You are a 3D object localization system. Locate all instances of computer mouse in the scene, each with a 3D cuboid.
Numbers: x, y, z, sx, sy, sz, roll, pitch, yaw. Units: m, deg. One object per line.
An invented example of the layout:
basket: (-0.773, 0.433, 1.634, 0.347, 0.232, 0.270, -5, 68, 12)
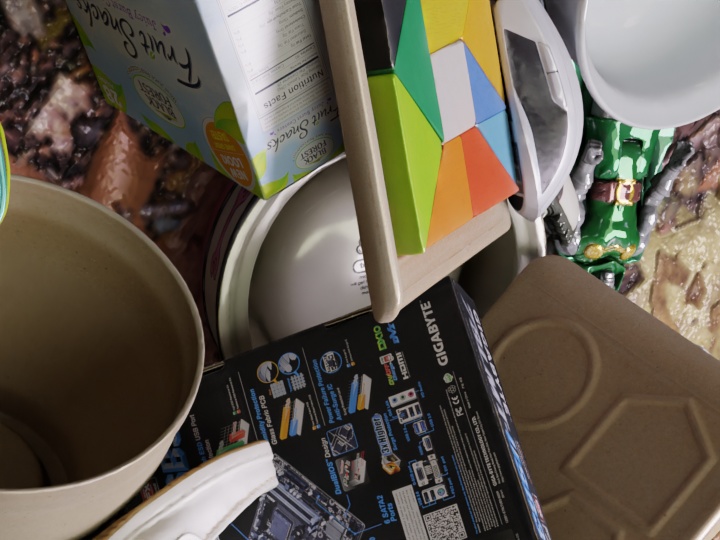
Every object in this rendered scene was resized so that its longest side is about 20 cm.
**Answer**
computer mouse: (0.085, -0.126, 1.155, 0.044, 0.110, 0.200, -12, 99, -8)

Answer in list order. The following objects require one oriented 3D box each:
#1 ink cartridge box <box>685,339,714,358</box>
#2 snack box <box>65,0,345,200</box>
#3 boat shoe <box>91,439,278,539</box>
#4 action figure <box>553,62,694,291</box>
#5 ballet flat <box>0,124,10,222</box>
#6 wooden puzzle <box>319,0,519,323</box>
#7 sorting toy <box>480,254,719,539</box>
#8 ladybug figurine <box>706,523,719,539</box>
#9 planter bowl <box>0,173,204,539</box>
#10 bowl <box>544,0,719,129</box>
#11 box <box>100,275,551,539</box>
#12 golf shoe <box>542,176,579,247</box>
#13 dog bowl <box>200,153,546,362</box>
ink cartridge box: (0.111, 0.088, 1.266, 0.147, 0.200, 0.083, -51, 125, -7)
snack box: (-0.091, -0.152, 1.045, 0.068, 0.169, 0.200, -33, 124, -19)
boat shoe: (-0.105, 0.154, 1.041, 0.200, 0.071, 0.069, -36, 85, -32)
action figure: (0.155, -0.072, 1.321, 0.118, 0.055, 0.200, 0, 106, -24)
ballet flat: (-0.227, -0.102, 1.033, 0.067, 0.067, 0.200, -36, 118, -16)
wooden puzzle: (0.034, -0.089, 1.076, 0.200, 0.037, 0.185, -39, 121, -65)
sorting toy: (0.101, 0.106, 1.157, 0.200, 0.185, 0.036, -46, 143, -10)
ladybug figurine: (0.158, 0.132, 1.397, 0.200, 0.072, 0.136, -4, 112, -33)
planter bowl: (-0.187, 0.068, 1.074, 0.200, 0.200, 0.135, -13, 143, -30)
bowl: (0.167, -0.185, 1.208, 0.201, 0.090, 0.201, -26, 136, -28)
box: (-0.012, 0.129, 1.108, 0.198, 0.200, 0.050, -22, 159, 11)
golf shoe: (0.087, -0.098, 1.254, 0.088, 0.077, 0.200, -46, 129, -19)
dog bowl: (0.000, 0.000, 1.222, 0.200, 0.074, 0.200, -10, 113, -24)
